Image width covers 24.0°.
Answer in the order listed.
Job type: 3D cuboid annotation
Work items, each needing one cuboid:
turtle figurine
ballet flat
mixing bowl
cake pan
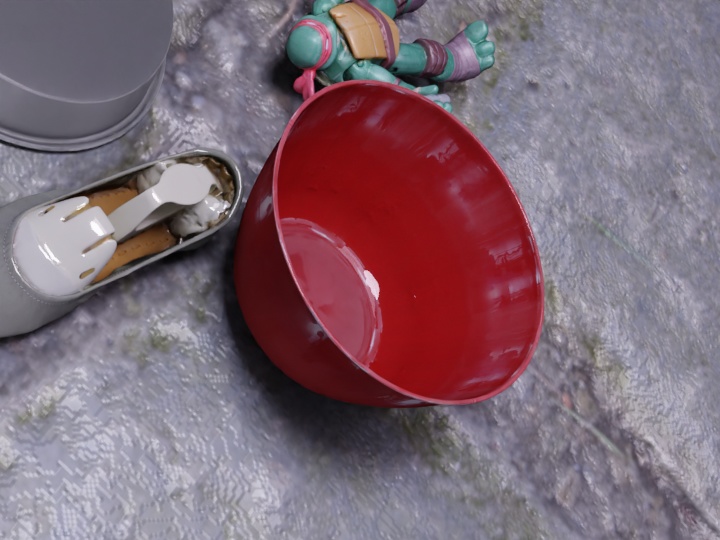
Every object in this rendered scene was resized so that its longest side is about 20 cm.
[{"bbox_3d":[0.009,-0.158,1.098,0.200,0.100,0.150,-23,94,-60],"label":"turtle figurine"},{"bbox_3d":[-0.141,-0.024,0.916,0.200,0.064,0.068,-28,87,-46],"label":"ballet flat"},{"bbox_3d":[0.000,0.000,0.994,0.200,0.108,0.201,20,57,-33],"label":"mixing bowl"},{"bbox_3d":[-0.189,-0.166,0.972,0.200,0.037,0.201,21,55,-32],"label":"cake pan"}]
